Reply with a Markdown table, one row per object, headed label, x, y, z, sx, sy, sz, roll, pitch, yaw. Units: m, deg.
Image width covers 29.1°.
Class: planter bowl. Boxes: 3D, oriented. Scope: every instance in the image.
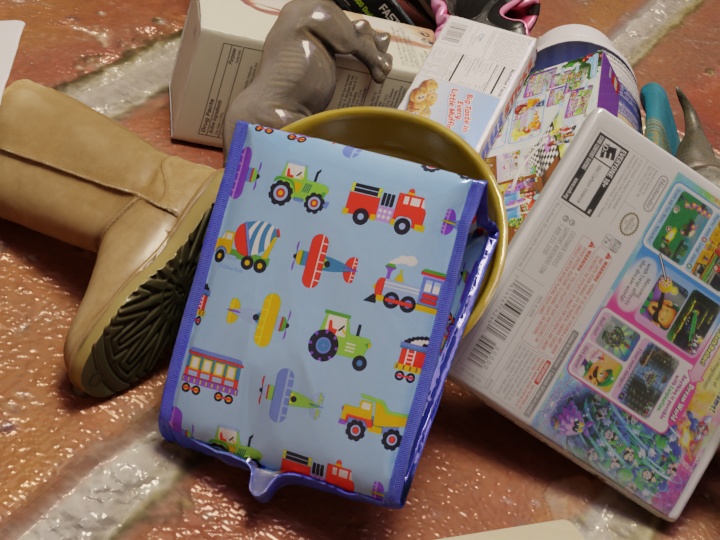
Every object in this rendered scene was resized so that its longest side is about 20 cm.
| label | x | y | z | sx | sy | sz | roll | pitch | yaw |
| --- | --- | --- | --- | --- | --- | --- | --- | --- | --- |
| planter bowl | 0.000 | 0.000 | 0.894 | 0.200 | 0.084 | 0.201 | -6 | 62 | 11 |

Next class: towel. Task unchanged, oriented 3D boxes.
| label | x | y | z | sx | sy | sz | roll | pitch | yaw |
| --- | --- | --- | --- | --- | --- | --- | --- | --- | --- |
| towel | 0.243 | -0.043 | 1.081 | 0.022 | 0.147 | 0.200 | -13 | 30 | 21 |

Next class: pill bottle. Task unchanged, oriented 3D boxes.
| label | x | y | z | sx | sy | sz | roll | pitch | yaw |
| --- | --- | --- | --- | --- | --- | --- | --- | --- | --- |
| pill bottle | 0.180 | -0.129 | 1.169 | 0.111 | 0.111 | 0.200 | 18 | 34 | -5 |

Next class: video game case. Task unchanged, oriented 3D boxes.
| label | x | y | z | sx | sy | sz | roll | pitch | yaw |
| --- | --- | --- | --- | --- | --- | --- | --- | --- | --- |
| video game case | 0.173 | 0.028 | 0.885 | 0.182 | 0.200 | 0.024 | 33 | -10 | -6 |

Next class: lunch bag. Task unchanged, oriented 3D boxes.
| label | x | y | z | sx | sy | sz | roll | pitch | yaw |
| --- | --- | --- | --- | --- | --- | --- | --- | --- | --- |
| lunch bag | -0.023 | 0.035 | 0.790 | 0.150 | 0.094 | 0.200 | 15 | 76 | 15 |

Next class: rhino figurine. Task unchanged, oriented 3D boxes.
| label | x | y | z | sx | sy | sz | roll | pitch | yaw |
| --- | --- | --- | --- | --- | --- | --- | --- | --- | --- |
| rhino figurine | -0.051 | -0.105 | 0.990 | 0.087 | 0.200 | 0.060 | 29 | -10 | -20 |

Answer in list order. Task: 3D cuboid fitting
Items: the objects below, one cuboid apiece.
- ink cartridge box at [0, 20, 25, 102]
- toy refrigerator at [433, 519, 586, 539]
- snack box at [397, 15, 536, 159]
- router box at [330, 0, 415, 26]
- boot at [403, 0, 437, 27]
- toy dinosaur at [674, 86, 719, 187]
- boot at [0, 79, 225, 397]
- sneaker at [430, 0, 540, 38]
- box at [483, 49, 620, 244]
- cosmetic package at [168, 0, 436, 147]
| label | x | y | z | sx | sy | sz | roll | pitch | yaw |
| --- | --- | --- | --- | --- | --- | --- | --- | --- | --- |
| ink cartridge box | -0.309 | -0.097 | 0.859 | 0.199 | 0.068 | 0.116 | -3 | 38 | -1 |
| toy refrigerator | 0.037 | 0.189 | 0.708 | 0.200 | 0.070 | 0.076 | -2 | 34 | -31 |
| snack box | 0.060 | -0.102 | 1.006 | 0.072 | 0.024 | 0.200 | 19 | 60 | 16 |
| router box | -0.029 | -0.252 | 1.177 | 0.200 | 0.062 | 0.150 | 42 | 12 | -48 |
| boot | 0.006 | -0.306 | 1.333 | 0.154 | 0.074 | 0.204 | 8 | -25 | 43 |
| toy dinosaur | 0.270 | -0.043 | 1.002 | 0.102 | 0.077 | 0.200 | -26 | 89 | -11 |
| boot | -0.187 | -0.025 | 0.877 | 0.200 | 0.066 | 0.175 | 23 | 60 | 26 |
| sneaker | 0.116 | -0.220 | 1.231 | 0.079 | 0.095 | 0.200 | 57 | 17 | -27 |
| box | 0.113 | -0.065 | 1.002 | 0.137 | 0.039 | 0.200 | -13 | 42 | 29 |
| cosmetic package | -0.042 | -0.148 | 1.087 | 0.199 | 0.104 | 0.087 | 10 | 35 | -18 |
